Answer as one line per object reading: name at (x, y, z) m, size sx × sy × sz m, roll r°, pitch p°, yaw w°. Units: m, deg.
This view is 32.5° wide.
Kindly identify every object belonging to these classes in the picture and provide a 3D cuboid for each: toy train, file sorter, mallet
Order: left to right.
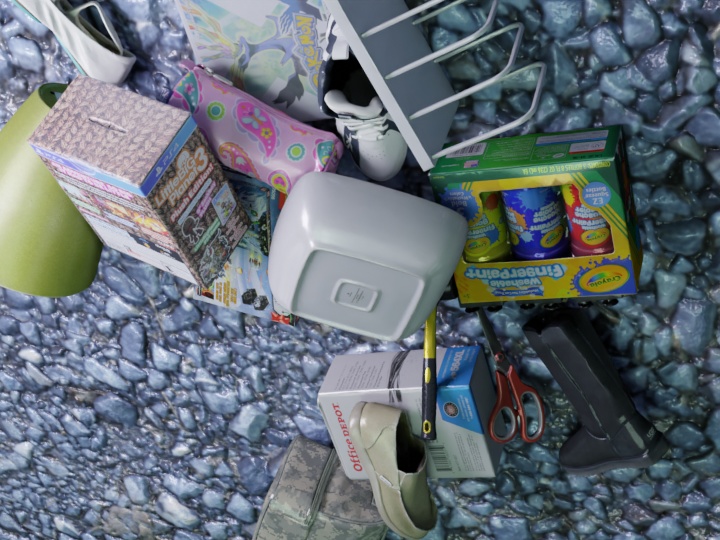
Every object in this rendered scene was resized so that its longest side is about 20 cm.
mallet at (0.071, 0.092, 1.426) m, size 0.065 × 0.041 × 0.203 m, roll 8°, pitch 92°, yaw 22°
file sorter at (0.077, -0.231, 1.185) m, size 0.124 × 0.139 × 0.201 m, roll -21°, pitch 116°, yaw 28°
toy train at (0.206, 0.023, 1.384) m, size 0.198 × 0.046 × 0.034 m, roll -4°, pitch 116°, yaw 23°

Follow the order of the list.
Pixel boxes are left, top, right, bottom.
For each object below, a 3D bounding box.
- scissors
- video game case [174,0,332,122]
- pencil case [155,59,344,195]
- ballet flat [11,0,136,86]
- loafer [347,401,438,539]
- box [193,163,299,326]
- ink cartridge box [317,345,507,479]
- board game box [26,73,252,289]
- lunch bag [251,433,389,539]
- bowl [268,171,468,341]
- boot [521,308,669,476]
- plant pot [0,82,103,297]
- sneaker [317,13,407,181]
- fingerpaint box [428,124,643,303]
scissors at (0.174, 0.110, 1.460) m, size 0.072 × 0.014 × 0.203 m, roll -12°, pitch 99°, yaw -11°
video game case at (-0.097, -0.247, 1.308) m, size 0.180 × 0.022 × 0.202 m, roll -5°, pitch 123°, yaw 23°
pencil case at (-0.117, -0.146, 1.317) m, size 0.198 × 0.088 × 0.088 m, roll 29°, pitch 129°, yaw 3°
ballet flat at (-0.321, -0.284, 1.342) m, size 0.069 × 0.070 × 0.200 m, roll -27°, pitch 117°, yaw 33°
loafer at (0.050, 0.241, 1.469) m, size 0.068 × 0.076 × 0.201 m, roll -9°, pitch 122°, yaw 32°
box at (-0.128, -0.037, 1.461) m, size 0.135 × 0.040 × 0.202 m, roll 16°, pitch 128°, yaw 10°
ink cartridge box at (0.065, 0.177, 1.520) m, size 0.198 × 0.085 × 0.147 m, roll -4°, pitch 124°, yaw 23°
board game box at (-0.232, -0.093, 1.326) m, size 0.158 × 0.097 × 0.201 m, roll 22°, pitch 157°, yaw 27°
lunch bag at (-0.048, 0.340, 1.643) m, size 0.166 × 0.140 × 0.201 m, roll 23°, pitch 130°, yaw 3°
bowl at (0.000, 0.000, 1.312) m, size 0.197 × 0.075 × 0.201 m, roll 17°, pitch 143°, yaw -7°
boot at (0.246, 0.141, 1.438) m, size 0.201 × 0.066 × 0.164 m, roll 52°, pitch 144°, yaw -13°
plant pot at (-0.359, -0.107, 1.423) m, size 0.186 × 0.187 × 0.201 m, roll 28°, pitch 114°, yaw -2°
sneaker at (-0.001, -0.158, 1.244) m, size 0.078 × 0.130 × 0.201 m, roll 4°, pitch 125°, yaw 11°
fingerpaint box at (0.189, -0.055, 1.314) m, size 0.198 × 0.074 × 0.168 m, roll -3°, pitch 123°, yaw 22°
